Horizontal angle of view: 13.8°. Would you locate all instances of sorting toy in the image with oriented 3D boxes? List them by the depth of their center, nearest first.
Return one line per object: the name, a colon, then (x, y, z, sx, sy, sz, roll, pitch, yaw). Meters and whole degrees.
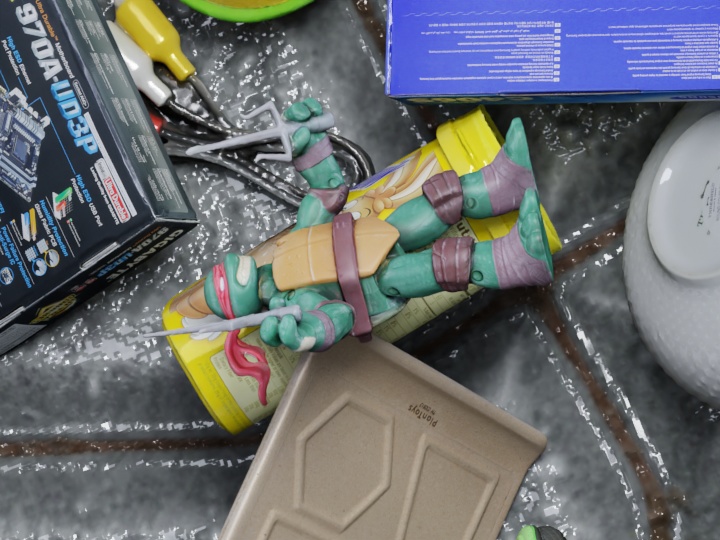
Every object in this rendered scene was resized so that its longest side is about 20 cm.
sorting toy: (-0.005, 0.143, 1.551, 0.036, 0.185, 0.201, 24, 85, 47)

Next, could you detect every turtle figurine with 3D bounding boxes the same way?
turtle figurine: (-0.009, -0.013, 1.457, 0.199, 0.101, 0.150, -12, 56, 4)

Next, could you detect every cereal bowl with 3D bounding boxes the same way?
cereal bowl: (0.208, -0.027, 1.531, 0.200, 0.083, 0.201, -26, 53, 39)

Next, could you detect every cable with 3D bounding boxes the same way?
cable: (-0.091, -0.078, 1.654, 0.200, 0.050, 0.097, 34, 90, 14)

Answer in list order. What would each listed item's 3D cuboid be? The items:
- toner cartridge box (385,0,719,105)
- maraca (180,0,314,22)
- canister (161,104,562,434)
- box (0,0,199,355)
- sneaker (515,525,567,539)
toner cartridge box: (0.113, -0.134, 1.520, 0.199, 0.043, 0.096, 1, 87, 20)
maraca: (-0.076, -0.232, 1.650, 0.137, 0.107, 0.201, -24, 77, -4)
canister: (0.000, 0.000, 1.576, 0.199, 0.149, 0.087, -31, 94, 5)
box: (-0.197, -0.075, 1.644, 0.159, 0.046, 0.201, -33, 75, 25)
sneaker: (0.152, 0.212, 1.564, 0.084, 0.077, 0.200, -37, 79, -17)
